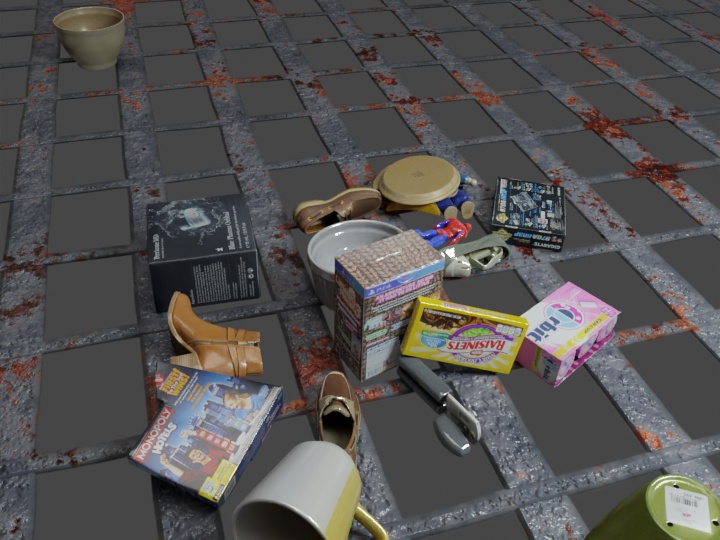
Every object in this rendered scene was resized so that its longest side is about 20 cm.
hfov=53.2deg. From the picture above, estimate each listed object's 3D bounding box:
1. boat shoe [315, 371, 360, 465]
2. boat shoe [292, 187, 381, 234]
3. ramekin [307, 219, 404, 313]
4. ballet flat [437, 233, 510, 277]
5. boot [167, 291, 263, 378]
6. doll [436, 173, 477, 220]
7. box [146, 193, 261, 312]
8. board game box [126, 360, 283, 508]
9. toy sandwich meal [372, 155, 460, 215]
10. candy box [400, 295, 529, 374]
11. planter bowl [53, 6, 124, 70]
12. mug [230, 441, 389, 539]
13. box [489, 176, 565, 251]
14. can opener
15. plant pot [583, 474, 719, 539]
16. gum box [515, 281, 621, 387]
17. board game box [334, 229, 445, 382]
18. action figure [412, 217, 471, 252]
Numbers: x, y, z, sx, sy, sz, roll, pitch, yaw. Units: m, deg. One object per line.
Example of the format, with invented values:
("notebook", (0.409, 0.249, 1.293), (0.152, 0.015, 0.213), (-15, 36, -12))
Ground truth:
("boat shoe", (-0.032, 0.225, 1.096), (0.074, 0.073, 0.202), (-2, 39, -6))
("boat shoe", (-0.043, -0.120, 1.535), (0.197, 0.073, 0.068), (-16, 46, -13))
("ramekin", (0.000, 0.000, 1.343), (0.196, 0.107, 0.201), (0, 34, 0))
("ballet flat", (0.215, -0.022, 1.428), (0.197, 0.068, 0.064), (-19, 50, -25))
("boot", (-0.247, 0.114, 1.226), (0.152, 0.074, 0.202), (-7, 52, -11))
("doll", (0.203, -0.188, 1.644), (0.134, 0.049, 0.201), (-15, 40, -2))
("box", (-0.302, -0.038, 1.374), (0.196, 0.119, 0.198), (-8, 40, -12))
("board game box", (-0.246, 0.227, 1.071), (0.197, 0.062, 0.201), (22, 51, 11))
("toy sandwich meal", (0.124, -0.184, 1.601), (0.201, 0.071, 0.207), (-5, 39, 4))
("candy box", (0.173, 0.109, 1.192), (0.196, 0.104, 0.027), (12, 26, -14))
("planter bowl", (-0.791, -0.680, 2.127), (0.196, 0.136, 0.202), (2, 39, -2))
("mug", (-0.062, 0.323, 0.951), (0.147, 0.189, 0.153), (-17, 19, 29))
("box", (0.369, -0.128, 1.584), (0.156, 0.047, 0.201), (9, 39, 8))
("can opener", (0.118, 0.206, 1.146), (0.066, 0.053, 0.200), (-19, 43, -26))
("plant pot", (0.361, 0.346, 0.868), (0.183, 0.203, 0.189), (1, 38, -1))
("gum box", (0.360, 0.106, 1.274), (0.198, 0.067, 0.113), (-29, 47, -34))
("board game box", (0.044, 0.059, 1.205), (0.157, 0.203, 0.097), (-19, 42, -27))
("action figure", (0.159, -0.069, 1.496), (0.198, 0.052, 0.065), (-19, 49, -33))
